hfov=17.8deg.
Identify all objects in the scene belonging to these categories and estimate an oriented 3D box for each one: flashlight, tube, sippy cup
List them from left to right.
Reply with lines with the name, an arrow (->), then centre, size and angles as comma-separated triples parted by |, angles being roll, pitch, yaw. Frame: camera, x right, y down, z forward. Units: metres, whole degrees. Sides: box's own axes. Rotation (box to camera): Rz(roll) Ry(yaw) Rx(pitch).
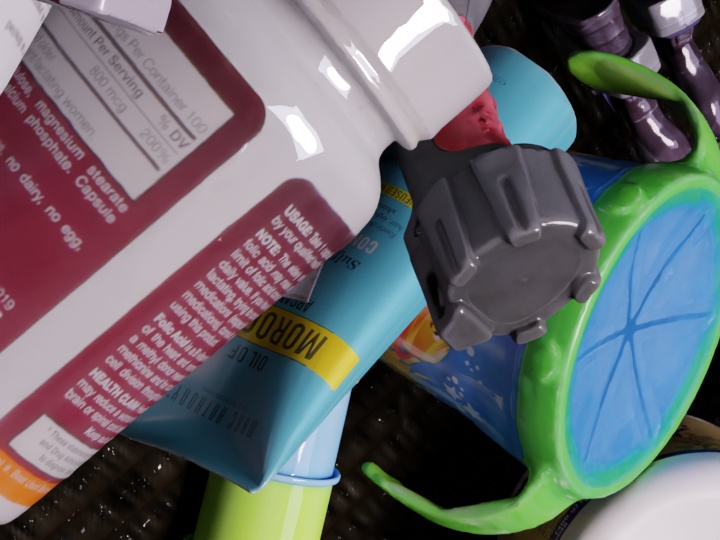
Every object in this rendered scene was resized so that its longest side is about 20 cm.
tube -> 0.000, 0.000, 0.832 | 0.200, 0.077, 0.051 | -47, 127, -24
flashlight -> 0.036, -0.066, 0.800 | 0.067, 0.201, 0.068 | -5, 133, -14
sippy cup -> 0.063, 0.005, 0.926 | 0.178, 0.130, 0.140 | -41, 140, -37

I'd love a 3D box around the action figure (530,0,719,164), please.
action figure -> 0.151, -0.052, 1.025 | 0.130, 0.069, 0.201 | -37, 111, -18

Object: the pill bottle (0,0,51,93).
pill bottle -> -0.126, -0.109, 0.615 | 0.201, 0.113, 0.113 | -62, 146, -10

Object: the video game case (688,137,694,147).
video game case -> 0.213, 0.056, 1.161 | 0.200, 0.025, 0.182 | 52, 20, -52

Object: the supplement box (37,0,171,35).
supplement box -> -0.127, -0.135, 0.521 | 0.061, 0.199, 0.110 | -9, 118, -82

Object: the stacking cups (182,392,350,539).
stacking cups -> -0.028, 0.056, 0.900 | 0.060, 0.060, 0.202 | 8, 97, -56

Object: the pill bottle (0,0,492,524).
pill bottle -> -0.066, -0.030, 0.683 | 0.200, 0.114, 0.114 | -39, 143, 0

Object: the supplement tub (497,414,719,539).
supplement tub -> 0.137, 0.140, 1.027 | 0.200, 0.144, 0.146 | -137, -114, -84

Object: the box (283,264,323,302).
box -> -0.033, -0.094, 0.755 | 0.109, 0.035, 0.201 | 14, 109, -30
